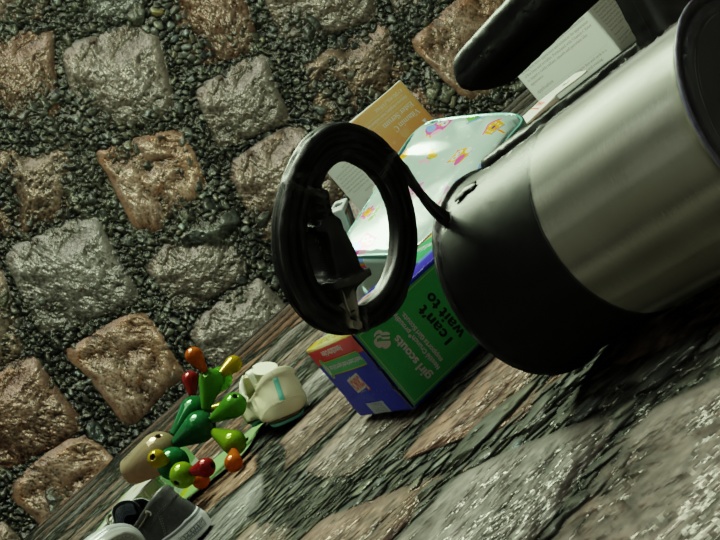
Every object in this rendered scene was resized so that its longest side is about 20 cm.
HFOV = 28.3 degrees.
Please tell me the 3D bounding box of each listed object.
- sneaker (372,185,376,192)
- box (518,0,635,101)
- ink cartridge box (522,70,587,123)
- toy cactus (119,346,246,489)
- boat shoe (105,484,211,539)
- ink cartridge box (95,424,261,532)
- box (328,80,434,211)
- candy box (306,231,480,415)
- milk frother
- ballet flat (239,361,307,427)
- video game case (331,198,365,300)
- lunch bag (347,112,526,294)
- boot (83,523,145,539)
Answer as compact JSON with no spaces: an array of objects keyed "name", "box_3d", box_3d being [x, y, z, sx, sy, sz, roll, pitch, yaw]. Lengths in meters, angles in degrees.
[{"name":"sneaker","box_3d":[0.043,-0.032,1.475,0.088,0.081,0.201,-29,35,39]},{"name":"box","box_3d":[0.363,-0.395,2.312,0.200,0.131,0.199,-45,5,-39]},{"name":"ink cartridge box","box_3d":[0.186,-0.128,1.561,0.200,0.068,0.116,-43,4,6]},{"name":"toy cactus","box_3d":[-0.192,0.172,1.503,0.165,0.102,0.201,-34,30,23]},{"name":"boat shoe","box_3d":[-0.205,0.241,1.333,0.070,0.066,0.200,-43,4,-30]},{"name":"ink cartridge box","box_3d":[-0.201,0.230,1.605,0.200,0.048,0.146,-43,3,11]},{"name":"box","box_3d":[0.058,-0.160,2.206,0.152,0.200,0.106,-43,3,-25]},{"name":"candy box","box_3d":[0.065,0.016,1.078,0.200,0.077,0.169,-44,5,-15]},{"name":"milk frother","box_3d":[0.088,-0.038,0.649,0.200,0.181,0.188,-40,2,-40]},{"name":"ballet flat","box_3d":[-0.098,0.129,1.529,0.069,0.070,0.200,-42,4,-15]},{"name":"video game case","box_3d":[0.000,0.000,1.467,0.017,0.144,0.200,-19,5,3]},{"name":"lunch bag","box_3d":[0.078,-0.060,1.342,0.160,0.077,0.200,-4,43,47]},{"name":"boot","box_3d":[-0.211,0.272,1.127,0.095,0.074,0.200,-29,20,44]}]
